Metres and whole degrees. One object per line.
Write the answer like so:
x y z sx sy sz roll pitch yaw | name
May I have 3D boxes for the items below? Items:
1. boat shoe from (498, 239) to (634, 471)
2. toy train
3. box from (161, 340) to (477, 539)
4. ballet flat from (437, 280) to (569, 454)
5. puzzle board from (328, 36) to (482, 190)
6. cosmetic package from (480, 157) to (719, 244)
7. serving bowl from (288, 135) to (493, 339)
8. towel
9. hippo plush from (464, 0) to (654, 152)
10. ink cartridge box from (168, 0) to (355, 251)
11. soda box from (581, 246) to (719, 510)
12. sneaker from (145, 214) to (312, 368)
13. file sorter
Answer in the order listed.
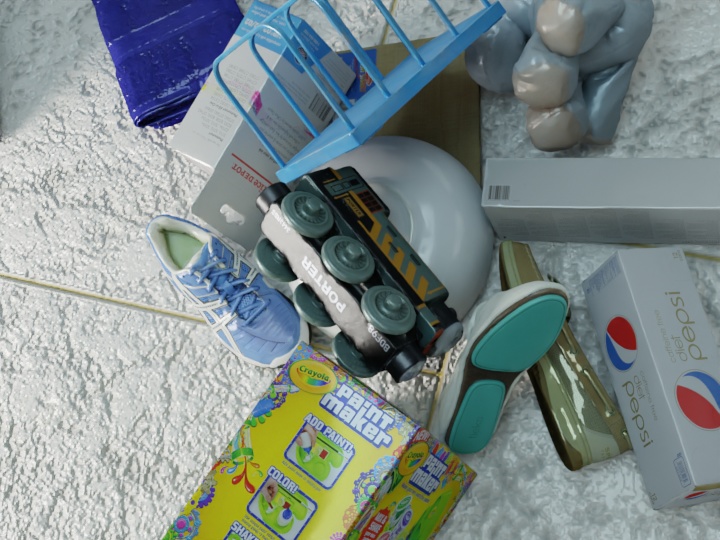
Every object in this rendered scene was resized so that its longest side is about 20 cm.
0.167 0.064 1.052 0.063 0.073 0.202 -18 67 -1 | boat shoe
0.000 0.000 1.025 0.200 0.114 0.085 50 133 18 | toy train
-0.027 0.189 0.997 0.122 0.200 0.193 32 84 25 | box
0.106 0.066 1.022 0.069 0.201 0.070 13 41 -11 | ballet flat
0.042 -0.125 1.189 0.149 0.017 0.202 -6 69 18 | puzzle board
0.209 -0.060 1.074 0.198 0.083 0.051 2 69 18 | cosmetic package
0.016 -0.029 1.120 0.198 0.066 0.202 -3 79 17 | serving bowl
-0.191 -0.249 1.296 0.147 0.050 0.201 -24 65 1 | towel
0.160 -0.218 1.103 0.160 0.159 0.201 33 102 36 | hippo plush
-0.100 -0.133 1.175 0.068 0.115 0.201 28 85 32 | ink cartridge box
0.246 0.084 1.007 0.068 0.064 0.202 -3 65 -24 | soda box
-0.128 0.019 1.159 0.199 0.077 0.076 36 83 24 | sneaker
-0.007 -0.192 1.063 0.200 0.138 0.123 -45 103 -28 | file sorter
